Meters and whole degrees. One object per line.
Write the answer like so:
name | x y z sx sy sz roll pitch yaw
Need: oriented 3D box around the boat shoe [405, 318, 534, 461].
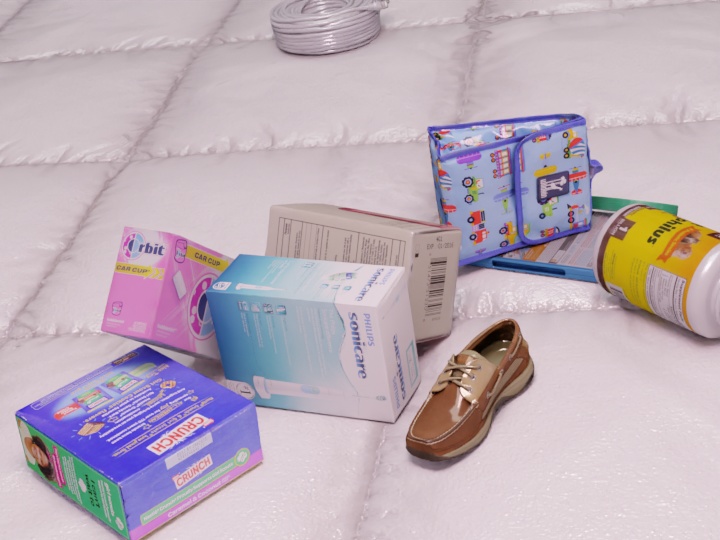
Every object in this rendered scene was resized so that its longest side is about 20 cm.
boat shoe | 0.108 0.116 1.417 0.075 0.074 0.200 10 35 32

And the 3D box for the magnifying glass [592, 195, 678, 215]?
magnifying glass | 0.300 -0.083 1.740 0.200 0.022 0.080 10 5 33

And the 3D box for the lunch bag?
lunch bag | 0.192 -0.107 1.670 0.199 0.151 0.094 -11 29 -2

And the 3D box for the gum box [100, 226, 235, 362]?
gum box | -0.191 0.032 1.525 0.066 0.114 0.200 8 -8 26

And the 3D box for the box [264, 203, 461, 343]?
box | 0.000 0.000 1.573 0.200 0.128 0.109 12 11 34

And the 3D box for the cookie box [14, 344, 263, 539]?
cookie box | -0.227 0.170 1.419 0.171 0.075 0.200 -29 33 -33

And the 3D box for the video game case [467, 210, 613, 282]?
video game case | 0.233 -0.038 1.710 0.199 0.018 0.143 8 34 29

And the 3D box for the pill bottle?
pill bottle | 0.355 0.004 1.504 0.109 0.110 0.200 -27 33 -28

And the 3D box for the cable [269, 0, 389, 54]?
cable | -0.061 -0.447 2.476 0.199 0.069 0.200 -21 30 -18

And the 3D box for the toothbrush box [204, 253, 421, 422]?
toothbrush box | -0.048 0.070 1.472 0.199 0.147 0.085 4 32 25
